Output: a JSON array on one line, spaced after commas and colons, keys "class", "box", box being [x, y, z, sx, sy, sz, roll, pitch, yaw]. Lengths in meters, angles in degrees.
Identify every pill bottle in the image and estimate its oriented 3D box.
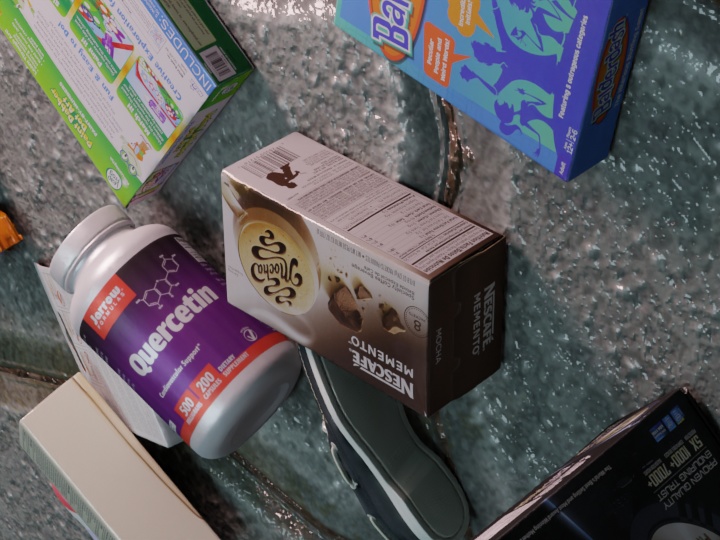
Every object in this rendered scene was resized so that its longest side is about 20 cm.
[{"class": "pill bottle", "box": [-0.148, 0.044, 1.446, 0.200, 0.112, 0.113, 42, 141, 12]}]

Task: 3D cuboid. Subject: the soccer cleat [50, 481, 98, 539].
[{"class": "soccer cleat", "box": [-0.220, 0.248, 1.742, 0.201, 0.067, 0.076, 51, 174, 1]}]

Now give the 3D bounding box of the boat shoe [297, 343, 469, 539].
[{"class": "boat shoe", "box": [0.004, 0.123, 1.370, 0.060, 0.075, 0.201, -24, 96, 47]}]

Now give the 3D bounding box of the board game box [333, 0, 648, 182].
[{"class": "board game box", "box": [0.075, -0.169, 1.106, 0.199, 0.045, 0.153, 37, 139, 28]}]

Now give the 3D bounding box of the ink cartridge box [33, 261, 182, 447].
[{"class": "ink cartridge box", "box": [-0.211, 0.061, 1.619, 0.200, 0.047, 0.162, 10, 124, 65]}]

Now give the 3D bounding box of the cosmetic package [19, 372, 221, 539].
[{"class": "cosmetic package", "box": [-0.214, 0.197, 1.647, 0.200, 0.073, 0.104, 48, 161, 6]}]

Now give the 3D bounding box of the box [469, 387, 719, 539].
[{"class": "box", "box": [0.163, 0.196, 1.131, 0.165, 0.199, 0.086, 56, 144, 3]}]

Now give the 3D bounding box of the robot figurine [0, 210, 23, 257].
[{"class": "robot figurine", "box": [-0.390, -0.048, 1.719, 0.199, 0.058, 0.146, -16, 101, 52]}]

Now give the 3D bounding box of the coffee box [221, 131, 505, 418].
[{"class": "coffee box", "box": [0.000, 0.000, 1.282, 0.199, 0.080, 0.114, 29, 133, 34]}]

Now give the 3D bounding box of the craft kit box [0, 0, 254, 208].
[{"class": "craft kit box", "box": [-0.187, -0.176, 1.407, 0.201, 0.048, 0.197, 55, 141, 5]}]
